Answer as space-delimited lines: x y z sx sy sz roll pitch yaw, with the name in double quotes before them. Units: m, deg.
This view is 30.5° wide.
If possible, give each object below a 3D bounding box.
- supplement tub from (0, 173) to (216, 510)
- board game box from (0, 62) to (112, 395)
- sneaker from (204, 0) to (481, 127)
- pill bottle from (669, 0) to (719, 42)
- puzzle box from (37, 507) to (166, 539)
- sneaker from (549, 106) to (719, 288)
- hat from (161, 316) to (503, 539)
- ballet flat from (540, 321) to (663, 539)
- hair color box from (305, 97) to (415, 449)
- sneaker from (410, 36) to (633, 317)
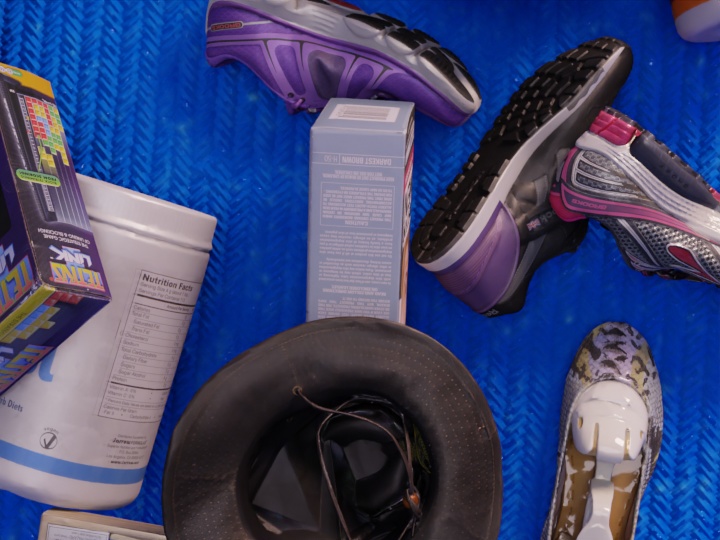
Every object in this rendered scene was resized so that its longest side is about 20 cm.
"supplement tub" -0.182 0.043 0.871 0.130 0.132 0.202 16 91 6
"board game box" -0.252 -0.003 0.818 0.199 0.056 0.167 -36 61 28
"sneaker" -0.013 -0.137 0.895 0.198 0.081 0.084 22 109 12
"pill bottle" 0.234 -0.257 0.841 0.108 0.110 0.203 -13 88 6
"puzzle box" -0.109 0.229 0.812 0.197 0.025 0.135 8 91 6
"sneaker" 0.209 -0.019 0.848 0.199 0.081 0.075 37 102 -9
"hat" -0.017 0.120 0.780 0.198 0.081 0.203 0 92 -4
"ballet flat" 0.160 0.135 0.864 0.071 0.072 0.203 10 90 6
"hair color box" 0.000 0.000 0.840 0.060 0.099 0.203 4 108 5
"sneaker" 0.123 -0.060 0.882 0.087 0.076 0.201 41 86 -23
